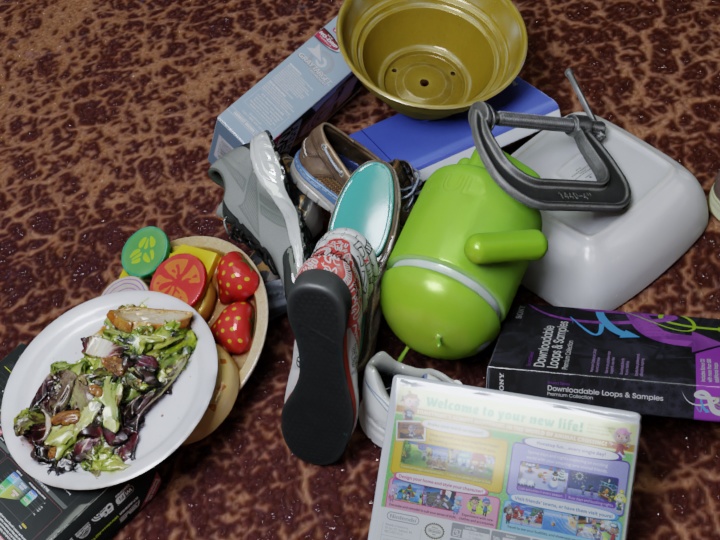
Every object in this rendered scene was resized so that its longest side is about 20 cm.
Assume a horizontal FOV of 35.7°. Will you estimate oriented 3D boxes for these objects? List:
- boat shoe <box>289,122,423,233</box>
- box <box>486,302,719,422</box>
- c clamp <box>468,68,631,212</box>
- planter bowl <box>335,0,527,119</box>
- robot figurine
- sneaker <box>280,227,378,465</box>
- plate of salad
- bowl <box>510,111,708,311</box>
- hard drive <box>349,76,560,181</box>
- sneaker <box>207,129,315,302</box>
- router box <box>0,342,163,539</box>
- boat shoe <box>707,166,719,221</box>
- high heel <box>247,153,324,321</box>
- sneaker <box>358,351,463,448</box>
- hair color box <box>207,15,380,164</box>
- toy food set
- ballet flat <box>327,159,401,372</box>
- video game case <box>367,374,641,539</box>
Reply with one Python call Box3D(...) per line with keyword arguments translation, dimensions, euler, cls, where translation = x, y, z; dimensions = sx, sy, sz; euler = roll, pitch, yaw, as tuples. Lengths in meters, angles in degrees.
Box3D(translation=(0.024, -0.068, 1.082), dimensions=(0.198, 0.073, 0.072), euler=(32, 43, 1), cls="boat shoe")
Box3D(translation=(0.213, 0.074, 0.946), dimensions=(0.197, 0.037, 0.143), euler=(2, 21, 15), cls="box")
Box3D(translation=(0.168, -0.116, 1.017), dimensions=(0.198, 0.027, 0.172), euler=(-7, 58, -41), cls="c clamp")
Box3D(translation=(0.071, -0.221, 1.174), dimensions=(0.197, 0.084, 0.203), euler=(2, 57, -3), cls="planter bowl")
Box3D(translation=(0.088, -0.011, 0.989), dimensions=(0.115, 0.175, 0.202), euler=(31, 67, -11), cls="robot figurine")
Box3D(translation=(-0.022, 0.063, 0.956), dimensions=(0.066, 0.204, 0.108), euler=(11, 37, 12), cls="sneaker")
Box3D(translation=(-0.221, 0.093, 0.967), dimensions=(0.197, 0.048, 0.202), euler=(-6, 52, 8), cls="plate of salad")
Box3D(translation=(0.218, -0.071, 1.087), dimensions=(0.199, 0.075, 0.199), euler=(-36, 53, -20), cls="bowl")
Box3D(translation=(0.095, -0.151, 1.190), dimensions=(0.198, 0.026, 0.132), euler=(-24, 32, -9), cls="hard drive")
Box3D(translation=(-0.088, -0.038, 1.049), dimensions=(0.078, 0.074, 0.202), euler=(-23, 55, -2), cls="sneaker")
Box3D(translation=(-0.293, 0.176, 0.990), dimensions=(0.199, 0.063, 0.150), euler=(32, 62, 32), cls="router box")
Box3D(translation=(0.409, -0.043, 1.027), dimensions=(0.199, 0.065, 0.073), euler=(32, 61, 31), cls="boat shoe")
Box3D(translation=(-0.103, -0.035, 1.128), dimensions=(0.141, 0.072, 0.201), euler=(-20, 50, -2), cls="high heel")
Box3D(translation=(0.080, 0.132, 0.934), dimensions=(0.198, 0.088, 0.075), euler=(18, 54, 24), cls="sneaker")
Box3D(translation=(-0.073, -0.182, 1.216), dimensions=(0.061, 0.099, 0.200), euler=(43, 66, 4), cls="hair color box")
Box3D(translation=(-0.177, 0.057, 1.043), dimensions=(0.196, 0.049, 0.202), euler=(13, 74, 29), cls="toy food set")
Box3D(translation=(0.000, 0.000, 1.039), dimensions=(0.067, 0.067, 0.203), euler=(11, 81, 18), cls="ballet flat")
Box3D(translation=(0.107, 0.187, 0.866), dimensions=(0.197, 0.022, 0.185), euler=(7, 83, 18), cls="video game case")
